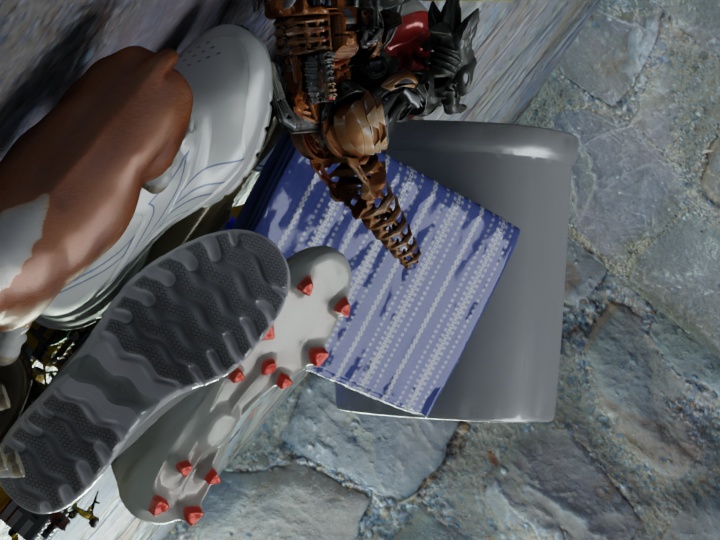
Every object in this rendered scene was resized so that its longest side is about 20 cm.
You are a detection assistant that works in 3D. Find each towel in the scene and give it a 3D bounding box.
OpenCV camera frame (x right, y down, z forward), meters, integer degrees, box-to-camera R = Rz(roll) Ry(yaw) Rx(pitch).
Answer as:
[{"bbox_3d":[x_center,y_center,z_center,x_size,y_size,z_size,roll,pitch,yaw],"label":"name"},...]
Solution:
[{"bbox_3d":[0.000,0.000,1.221,0.024,0.199,0.145,31,-86,53],"label":"towel"}]

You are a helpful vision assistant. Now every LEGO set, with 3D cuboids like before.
[{"bbox_3d":[-0.184,0.096,1.207,0.154,0.116,0.200,-51,176,-11],"label":"LEGO set"}]

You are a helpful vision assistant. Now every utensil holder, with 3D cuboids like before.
[{"bbox_3d":[0.064,0.002,1.363,0.170,0.169,0.201,33,60,-86],"label":"utensil holder"}]

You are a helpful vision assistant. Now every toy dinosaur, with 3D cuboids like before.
[{"bbox_3d":[-0.007,-0.101,1.128,0.136,0.102,0.201,-40,140,-44],"label":"toy dinosaur"}]

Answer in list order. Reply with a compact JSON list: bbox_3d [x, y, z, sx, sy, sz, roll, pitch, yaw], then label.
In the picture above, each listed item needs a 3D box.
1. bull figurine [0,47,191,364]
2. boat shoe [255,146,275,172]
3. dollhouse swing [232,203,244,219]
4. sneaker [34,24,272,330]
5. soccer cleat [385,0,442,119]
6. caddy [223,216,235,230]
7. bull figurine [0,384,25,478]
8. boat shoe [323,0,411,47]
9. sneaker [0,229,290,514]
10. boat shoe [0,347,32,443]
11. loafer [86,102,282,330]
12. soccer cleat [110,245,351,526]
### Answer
[{"bbox_3d":[-0.151,-0.020,0.895,0.200,0.065,0.121,-46,178,-17],"label":"bull figurine"},{"bbox_3d":[-0.053,-0.093,1.325,0.066,0.073,0.200,-58,173,22],"label":"boat shoe"},{"bbox_3d":[-0.053,-0.092,1.588,0.200,0.175,0.183,113,-25,-73],"label":"dollhouse swing"},{"bbox_3d":[-0.119,-0.049,1.042,0.200,0.074,0.087,-52,171,2],"label":"sneaker"},{"bbox_3d":[0.018,-0.160,1.407,0.068,0.086,0.200,-22,166,-6],"label":"soccer cleat"},{"bbox_3d":[-0.084,0.006,1.376,0.105,0.141,0.200,-48,177,2],"label":"caddy"},{"bbox_3d":[-0.234,0.096,0.952,0.121,0.065,0.200,-18,180,-5],"label":"bull figurine"},{"bbox_3d":[0.014,-0.196,1.185,0.072,0.071,0.200,-50,175,-16],"label":"boat shoe"},{"bbox_3d":[-0.126,0.048,1.088,0.200,0.075,0.082,-40,-171,-3],"label":"sneaker"},{"bbox_3d":[-0.248,0.124,1.094,0.200,0.072,0.068,-54,173,4],"label":"boat shoe"},{"bbox_3d":[-0.108,-0.051,1.146,0.201,0.076,0.067,-61,179,-24],"label":"loafer"},{"bbox_3d":[-0.083,0.059,1.148,0.069,0.078,0.200,30,99,-45],"label":"soccer cleat"}]
